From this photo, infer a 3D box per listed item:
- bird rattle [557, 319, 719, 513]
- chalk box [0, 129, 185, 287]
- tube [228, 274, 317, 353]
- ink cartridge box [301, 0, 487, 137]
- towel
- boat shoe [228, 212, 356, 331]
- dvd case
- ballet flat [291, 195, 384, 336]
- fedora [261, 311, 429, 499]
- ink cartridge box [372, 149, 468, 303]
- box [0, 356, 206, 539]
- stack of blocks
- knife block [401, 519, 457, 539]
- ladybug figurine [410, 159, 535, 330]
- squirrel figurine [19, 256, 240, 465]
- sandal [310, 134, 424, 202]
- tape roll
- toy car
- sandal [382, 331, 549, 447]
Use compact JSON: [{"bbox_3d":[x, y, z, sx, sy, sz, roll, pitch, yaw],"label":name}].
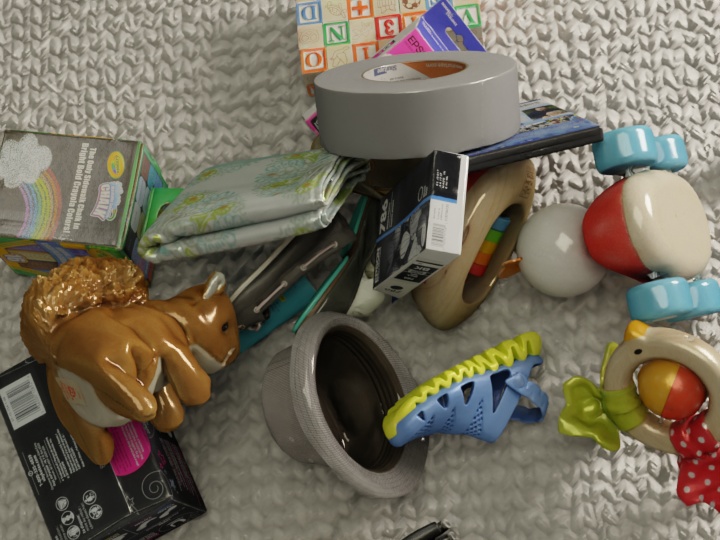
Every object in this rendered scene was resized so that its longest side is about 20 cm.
[{"bbox_3d":[0.291,0.134,1.413,0.200,0.163,0.113,30,42,25],"label":"bird rattle"},{"bbox_3d":[-0.275,-0.062,1.573,0.200,0.124,0.125,7,71,8],"label":"chalk box"},{"bbox_3d":[-0.137,0.060,1.559,0.200,0.050,0.078,-34,64,1],"label":"tube"},{"bbox_3d":[0.043,-0.188,1.583,0.200,0.037,0.095,-40,107,1],"label":"ink cartridge box"},{"bbox_3d":[-0.100,-0.070,1.456,0.200,0.171,0.048,-11,108,20],"label":"towel"},{"bbox_3d":[-0.085,0.017,1.497,0.057,0.067,0.200,42,99,-3],"label":"boat shoe"},{"bbox_3d":[0.143,-0.136,1.494,0.142,0.200,0.018,-14,106,-7],"label":"dvd case"},{"bbox_3d":[0.000,0.000,1.531,0.068,0.068,0.200,30,59,-5],"label":"ballet flat"},{"bbox_3d":[-0.026,0.137,1.465,0.090,0.200,0.177,-18,46,33],"label":"fedora"},{"bbox_3d":[0.050,-0.038,1.440,0.039,0.200,0.100,9,72,-14],"label":"ink cartridge box"},{"bbox_3d":[-0.261,0.177,1.491,0.132,0.115,0.200,-29,69,4],"label":"box"},{"bbox_3d":[0.033,-0.266,1.637,0.200,0.059,0.115,-7,71,4],"label":"stack of blocks"},{"bbox_3d":[0.000,0.307,1.445,0.200,0.064,0.176,14,73,12],"label":"knife block"},{"bbox_3d":[0.108,-0.038,1.507,0.072,0.136,0.200,31,100,25],"label":"ladybug figurine"},{"bbox_3d":[-0.210,0.052,1.404,0.200,0.142,0.187,47,53,9],"label":"squirrel figurine"},{"bbox_3d":[0.047,-0.103,1.547,0.200,0.054,0.080,18,57,-16],"label":"sandal"},{"bbox_3d":[0.056,-0.165,1.469,0.200,0.200,0.066,-3,109,6],"label":"tape roll"},{"bbox_3d":[0.234,-0.026,1.504,0.200,0.177,0.185,-16,81,30],"label":"toy car"},{"bbox_3d":[0.113,0.130,1.463,0.200,0.079,0.087,-23,83,-27],"label":"sandal"}]
